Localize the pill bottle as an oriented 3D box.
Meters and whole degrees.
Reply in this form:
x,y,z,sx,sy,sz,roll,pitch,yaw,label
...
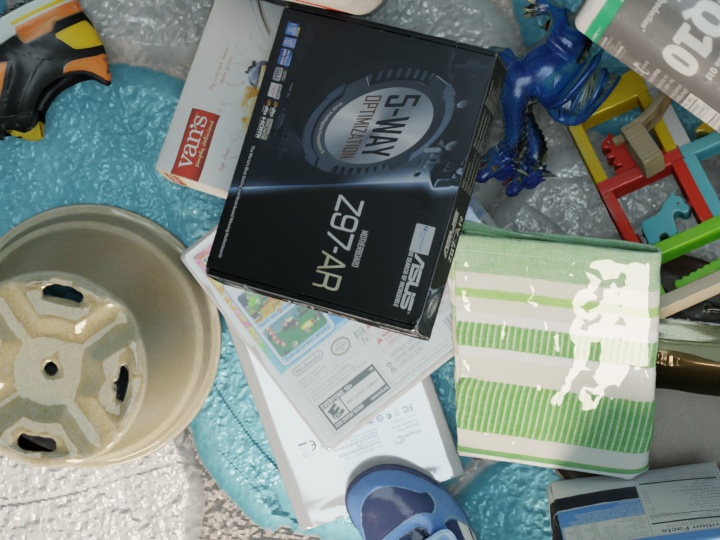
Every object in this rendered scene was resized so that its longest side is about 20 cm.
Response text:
x,y,z,sx,sy,sz,roll,pitch,yaw,label
0.254,-0.154,1.342,0.200,0.113,0.113,35,95,3,pill bottle

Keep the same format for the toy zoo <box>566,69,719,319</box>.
x,y,z,sx,sy,sz,roll,pitch,yaw,label
0.233,-0.078,1.432,0.131,0.020,0.201,-24,65,2,toy zoo

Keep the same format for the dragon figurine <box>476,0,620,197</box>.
x,y,z,sx,sy,sz,roll,pitch,yaw,label
0.147,-0.143,1.430,0.200,0.059,0.100,-43,63,5,dragon figurine

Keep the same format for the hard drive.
x,y,z,sx,sy,sz,roll,pitch,yaw,label
-0.016,0.078,1.491,0.131,0.025,0.201,-19,95,2,hard drive

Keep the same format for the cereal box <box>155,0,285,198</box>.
x,y,z,sx,sy,sz,roll,pitch,yaw,label
-0.033,-0.107,1.429,0.199,0.040,0.145,17,82,15,cereal box

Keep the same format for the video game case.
x,y,z,sx,sy,sz,roll,pitch,yaw,label
0.000,0.000,1.457,0.200,0.024,0.182,-38,89,2,video game case

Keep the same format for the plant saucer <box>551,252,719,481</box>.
x,y,z,sx,sy,sz,roll,pitch,yaw,label
0.221,0.084,1.485,0.199,0.032,0.202,0,95,2,plant saucer

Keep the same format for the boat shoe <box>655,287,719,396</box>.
x,y,z,sx,sy,sz,roll,pitch,yaw,label
0.211,0.045,1.437,0.199,0.073,0.065,12,61,10,boat shoe

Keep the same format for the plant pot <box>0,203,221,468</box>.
x,y,z,sx,sy,sz,roll,pitch,yaw,label
-0.205,0.059,1.414,0.199,0.184,0.202,0,96,1,plant pot

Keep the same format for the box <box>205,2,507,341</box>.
x,y,z,sx,sy,sz,roll,pitch,yaw,label
-0.002,-0.069,1.370,0.159,0.044,0.201,16,85,16,box

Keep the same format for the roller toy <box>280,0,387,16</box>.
x,y,z,sx,sy,sz,roll,pitch,yaw,label
-0.060,-0.261,1.382,0.199,0.182,0.141,14,96,22,roller toy

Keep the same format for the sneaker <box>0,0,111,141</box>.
x,y,z,sx,sy,sz,roll,pitch,yaw,label
-0.276,-0.122,1.454,0.199,0.070,0.090,-32,91,2,sneaker

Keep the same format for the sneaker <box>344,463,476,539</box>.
x,y,z,sx,sy,sz,roll,pitch,yaw,label
0.062,0.228,1.467,0.074,0.082,0.200,-36,101,11,sneaker

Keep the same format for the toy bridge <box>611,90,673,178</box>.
x,y,z,sx,sy,sz,roll,pitch,yaw,label
0.267,-0.141,1.423,0.199,0.027,0.067,-29,62,-1,toy bridge

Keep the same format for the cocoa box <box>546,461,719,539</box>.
x,y,z,sx,sy,sz,roll,pitch,yaw,label
0.214,0.260,1.434,0.132,0.131,0.201,-8,107,2,cocoa box

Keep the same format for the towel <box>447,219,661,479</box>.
x,y,z,sx,sy,sz,roll,pitch,yaw,label
0.136,0.059,1.411,0.152,0.023,0.201,7,125,16,towel
